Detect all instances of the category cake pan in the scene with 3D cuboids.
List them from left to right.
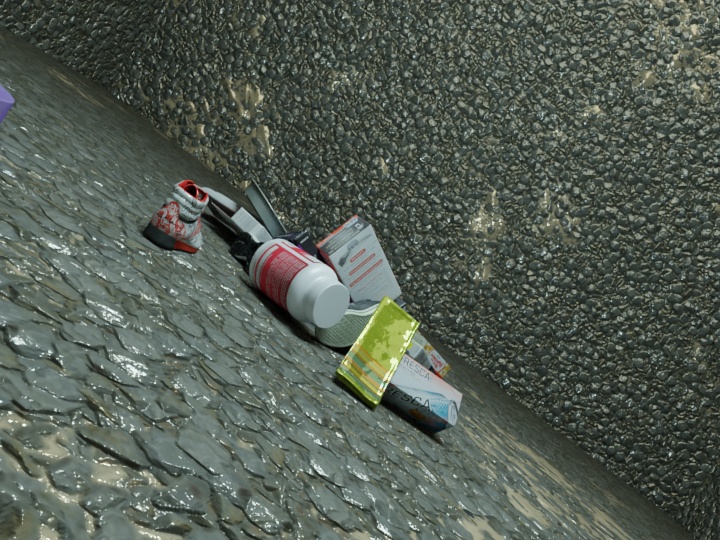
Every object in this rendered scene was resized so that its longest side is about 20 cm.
[{"bbox_3d":[-0.235,-0.137,1.471,0.202,0.036,0.200,57,-7,10],"label":"cake pan"}]

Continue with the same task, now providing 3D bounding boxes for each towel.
[{"bbox_3d":[0.034,0.128,0.965,0.086,0.018,0.201,42,45,-6],"label":"towel"}]

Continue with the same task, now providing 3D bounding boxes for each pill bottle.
[{"bbox_3d":[-0.113,0.025,1.081,0.199,0.113,0.112,31,-1,42],"label":"pill bottle"}]

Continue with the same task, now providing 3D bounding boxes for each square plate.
[{"bbox_3d":[-0.325,-0.139,1.548,0.198,0.029,0.198,32,-14,7],"label":"square plate"}]

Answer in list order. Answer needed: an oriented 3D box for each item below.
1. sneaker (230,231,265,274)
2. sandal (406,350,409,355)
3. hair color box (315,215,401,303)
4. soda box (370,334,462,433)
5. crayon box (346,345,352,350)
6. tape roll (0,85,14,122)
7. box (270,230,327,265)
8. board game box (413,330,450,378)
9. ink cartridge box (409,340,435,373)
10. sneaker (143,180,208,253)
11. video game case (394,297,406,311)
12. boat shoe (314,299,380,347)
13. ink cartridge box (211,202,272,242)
[{"bbox_3d":[-0.212,-0.021,1.262,0.079,0.074,0.200,40,0,-38],"label":"sneaker"},{"bbox_3d":[0.040,0.165,1.130,0.050,0.083,0.202,41,6,30],"label":"sandal"},{"bbox_3d":[0.000,0.000,1.216,0.064,0.110,0.201,37,-20,48],"label":"hair color box"},{"bbox_3d":[0.080,0.200,1.012,0.199,0.069,0.063,35,-39,-12],"label":"soda box"},{"bbox_3d":[0.008,0.149,1.270,0.118,0.059,0.200,35,3,-36],"label":"crayon box"},{"bbox_3d":[-0.575,-0.261,0.770,0.199,0.066,0.200,37,2,-2],"label":"tape roll"},{"bbox_3d":[-0.103,0.010,1.226,0.142,0.036,0.202,3,-52,59],"label":"box"},{"bbox_3d":[0.143,0.201,1.609,0.200,0.046,0.151,48,-11,-20],"label":"board game box"},{"bbox_3d":[0.096,0.187,1.493,0.199,0.047,0.198,40,-9,30],"label":"ink cartridge box"},{"bbox_3d":[-0.296,-0.094,1.011,0.067,0.109,0.201,35,2,1],"label":"sneaker"},{"bbox_3d":[0.028,0.103,1.380,0.199,0.025,0.183,34,-40,36],"label":"video game case"},{"bbox_3d":[-0.019,0.100,1.149,0.062,0.076,0.198,19,23,40],"label":"boat shoe"},{"bbox_3d":[-0.266,-0.087,1.454,0.176,0.045,0.201,39,-11,31],"label":"ink cartridge box"}]
